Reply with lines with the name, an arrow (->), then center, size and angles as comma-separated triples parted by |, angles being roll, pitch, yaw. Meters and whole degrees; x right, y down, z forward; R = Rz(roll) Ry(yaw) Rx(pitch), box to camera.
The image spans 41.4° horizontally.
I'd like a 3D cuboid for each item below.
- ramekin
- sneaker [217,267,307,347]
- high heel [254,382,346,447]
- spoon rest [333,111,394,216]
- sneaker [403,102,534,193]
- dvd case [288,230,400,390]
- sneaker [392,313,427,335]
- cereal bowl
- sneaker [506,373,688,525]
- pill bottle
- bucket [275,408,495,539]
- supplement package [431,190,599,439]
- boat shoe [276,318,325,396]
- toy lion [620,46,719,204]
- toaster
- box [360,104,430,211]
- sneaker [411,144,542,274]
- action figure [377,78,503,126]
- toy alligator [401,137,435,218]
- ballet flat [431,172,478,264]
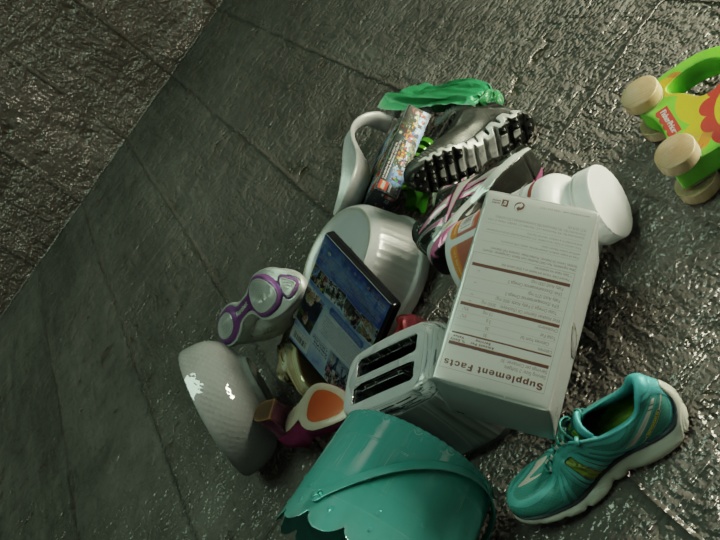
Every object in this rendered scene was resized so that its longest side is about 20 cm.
ramekin -> 0.000, 0.000, 1.341 | 0.202, 0.094, 0.204 | -35, 41, 38
sneaker -> -0.126, 0.049, 1.373 | 0.199, 0.099, 0.076 | -33, 66, 45
high heel -> -0.047, 0.196, 1.239 | 0.199, 0.096, 0.068 | -9, 53, 50
spoon rest -> -0.006, -0.166, 1.443 | 0.100, 0.060, 0.202 | 121, 172, -54
sneaker -> 0.134, -0.171, 1.292 | 0.198, 0.067, 0.091 | -29, 41, -14
dvd case -> -0.025, 0.068, 1.250 | 0.143, 0.017, 0.201 | 46, 135, 27
sneaker -> 0.027, 0.140, 1.186 | 0.201, 0.086, 0.074 | -57, 28, -1
cereal bowl -> -0.174, 0.184, 1.355 | 0.083, 0.201, 0.200 | -29, 30, -2
sneaker -> 0.208, 0.163, 0.895 | 0.200, 0.079, 0.078 | -44, 31, 22
pill bottle -> 0.201, -0.040, 1.082 | 0.199, 0.112, 0.113 | -27, 39, 40
bucket -> 0.031, 0.246, 0.960 | 0.206, 0.207, 0.136 | -6, 46, 54
supplement package -> 0.157, 0.044, 0.937 | 0.116, 0.117, 0.202 | 13, 72, 18
boat shoe -> -0.086, 0.140, 1.381 | 0.065, 0.072, 0.200 | -53, 23, 12
toy lion -> 0.390, -0.174, 0.997 | 0.191, 0.069, 0.201 | -35, 34, 21
toaster -> 0.070, 0.141, 1.077 | 0.199, 0.129, 0.115 | -28, 38, 40
box -> 0.041, -0.147, 1.423 | 0.200, 0.037, 0.138 | 132, 161, -74
sneaker -> 0.141, -0.093, 1.211 | 0.200, 0.081, 0.086 | -41, 46, -12
action figure -> 0.136, -0.259, 1.450 | 0.199, 0.055, 0.118 | 9, 37, 46
toy alligator -> 0.085, -0.131, 1.412 | 0.059, 0.054, 0.202 | -10, 52, 53
ballet flat -> 0.122, -0.086, 1.307 | 0.069, 0.069, 0.202 | -30, 38, 38
